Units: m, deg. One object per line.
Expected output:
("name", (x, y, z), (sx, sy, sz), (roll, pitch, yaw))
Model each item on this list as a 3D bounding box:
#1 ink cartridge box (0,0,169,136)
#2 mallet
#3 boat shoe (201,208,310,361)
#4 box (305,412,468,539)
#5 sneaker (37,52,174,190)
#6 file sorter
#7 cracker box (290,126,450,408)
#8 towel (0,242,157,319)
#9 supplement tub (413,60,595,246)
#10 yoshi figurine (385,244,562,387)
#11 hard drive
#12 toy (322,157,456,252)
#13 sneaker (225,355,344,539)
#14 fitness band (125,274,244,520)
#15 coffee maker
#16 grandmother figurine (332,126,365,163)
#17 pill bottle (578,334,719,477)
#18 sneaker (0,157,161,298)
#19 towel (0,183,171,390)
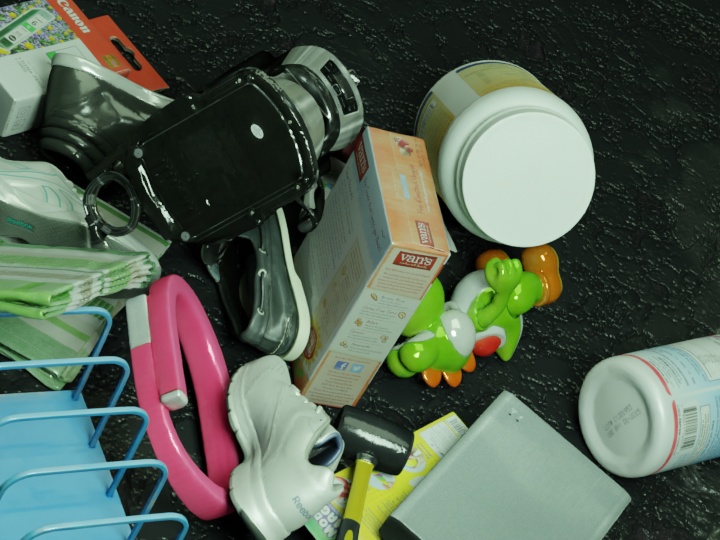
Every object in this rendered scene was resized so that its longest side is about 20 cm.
("ink cartridge box", (-0.270, -0.194, 1.766), (0.199, 0.051, 0.109), (-22, 62, -42))
("mallet", (0.003, 0.190, 1.485), (0.065, 0.041, 0.201), (16, 45, -11))
("boat shoe", (-0.103, -0.010, 1.664), (0.066, 0.075, 0.201), (8, 51, -35))
("box", (0.040, 0.199, 1.560), (0.199, 0.049, 0.117), (-21, 62, -46))
("sneaker", (-0.192, -0.105, 1.702), (0.199, 0.071, 0.100), (23, 80, -19))
("file sorter", (-0.223, 0.139, 1.402), (0.138, 0.123, 0.201), (-2, 50, -32))
("cracker box", (0.000, 0.000, 1.617), (0.057, 0.201, 0.135), (10, 44, -22))
("towel", (-0.255, 0.010, 1.458), (0.148, 0.031, 0.200), (3, 10, 16))
("supplement tub", (0.133, -0.107, 1.800), (0.143, 0.145, 0.200), (19, 13, -14))
("yoshi figurine", (0.086, 0.021, 1.729), (0.112, 0.113, 0.199), (35, 41, 23))
("hard drive", (0.117, 0.196, 1.553), (0.139, 0.033, 0.200), (40, 41, 8))
("toy", (-0.015, -0.067, 1.788), (0.199, 0.047, 0.115), (24, 26, -24))
("sneaker", (-0.053, 0.133, 1.510), (0.075, 0.087, 0.201), (57, 13, -34))
("fitness band", (-0.130, 0.095, 1.502), (0.037, 0.144, 0.201), (-21, 49, 10))
("coffee maker", (-0.106, -0.104, 1.572), (0.190, 0.136, 0.200), (-4, 12, 13))
("grandmother figurine", (-0.020, -0.125, 1.761), (0.120, 0.061, 0.200), (3, 27, -37))
("pill bottle", (0.300, 0.117, 1.752), (0.199, 0.109, 0.109), (-8, 53, -37))
("sneaker", (-0.247, -0.047, 1.584), (0.199, 0.071, 0.080), (27, 39, -1))
("towel", (-0.259, -0.001, 1.600), (0.152, 0.023, 0.200), (31, 42, 2))
